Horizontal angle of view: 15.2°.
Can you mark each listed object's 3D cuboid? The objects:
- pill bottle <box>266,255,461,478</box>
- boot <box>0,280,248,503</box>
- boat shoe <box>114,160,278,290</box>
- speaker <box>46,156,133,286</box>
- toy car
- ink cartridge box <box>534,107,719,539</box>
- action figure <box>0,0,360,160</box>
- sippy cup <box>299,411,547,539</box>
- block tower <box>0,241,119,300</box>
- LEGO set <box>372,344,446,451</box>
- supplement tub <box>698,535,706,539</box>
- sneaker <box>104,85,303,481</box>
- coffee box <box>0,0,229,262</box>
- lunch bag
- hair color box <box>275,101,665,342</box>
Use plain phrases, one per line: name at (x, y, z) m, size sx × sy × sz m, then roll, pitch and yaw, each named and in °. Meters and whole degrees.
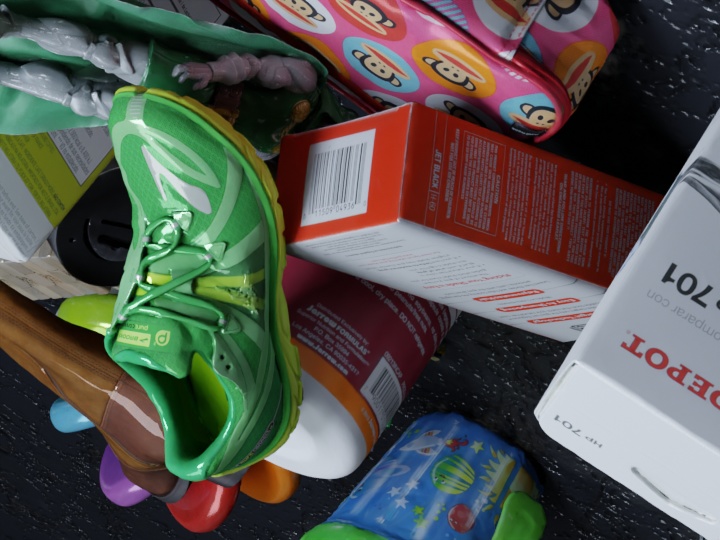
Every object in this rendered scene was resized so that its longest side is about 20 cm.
pill bottle at (0.000, 0.000, 1.410) m, size 0.113 × 0.200 × 0.113 m, roll 28°, pitch 155°, yaw 14°
boot at (-0.166, 0.058, 1.488) m, size 0.200 × 0.069 × 0.188 m, roll 30°, pitch 174°, yaw -13°
boat shoe at (-0.108, -0.039, 1.644) m, size 0.200 × 0.076 × 0.072 m, roll -14°, pitch 123°, yaw 47°
speaker at (-0.167, -0.075, 1.526) m, size 0.200 × 0.081 × 0.081 m, roll 53°, pitch 177°, yaw 47°
toy car at (-0.117, 0.090, 1.764) m, size 0.200 × 0.150 × 0.175 m, roll 27°, pitch 161°, yaw -26°
ink cartridge box at (0.191, 0.015, 1.195) m, size 0.146 × 0.200 × 0.086 m, roll 32°, pitch 156°, yaw 3°
action figure at (-0.090, -0.087, 1.296) m, size 0.200 × 0.055 × 0.118 m, roll 10°, pitch 138°, yaw -20°
sippy cup at (0.048, 0.167, 1.748) m, size 0.178 × 0.130 × 0.140 m, roll 20°, pitch 153°, yaw 30°
block tower at (-0.158, -0.021, 1.584) m, size 0.200 × 0.054 × 0.058 m, roll -8°, pitch 149°, yaw 41°
LEGO set at (-0.032, 0.030, 1.603) m, size 0.153 × 0.116 × 0.200 m, roll 8°, pitch 165°, yaw 8°
supplement tub at (0.248, 0.130, 1.433) m, size 0.122 × 0.123 × 0.200 m, roll 30°, pitch 156°, yaw 9°
sneaker at (-0.078, 0.009, 1.264) m, size 0.074 × 0.084 × 0.200 m, roll 3°, pitch 117°, yaw 36°
coffee box at (-0.226, -0.155, 1.413) m, size 0.199 × 0.198 × 0.200 m, roll 15°, pitch 148°, yaw 39°
lunch bag at (0.012, -0.133, 1.305) m, size 0.200 × 0.082 × 0.176 m, roll 36°, pitch 161°, yaw -9°
hair color box at (0.065, -0.020, 1.316) m, size 0.200 × 0.061 × 0.101 m, roll 19°, pitch 161°, yaw -38°
